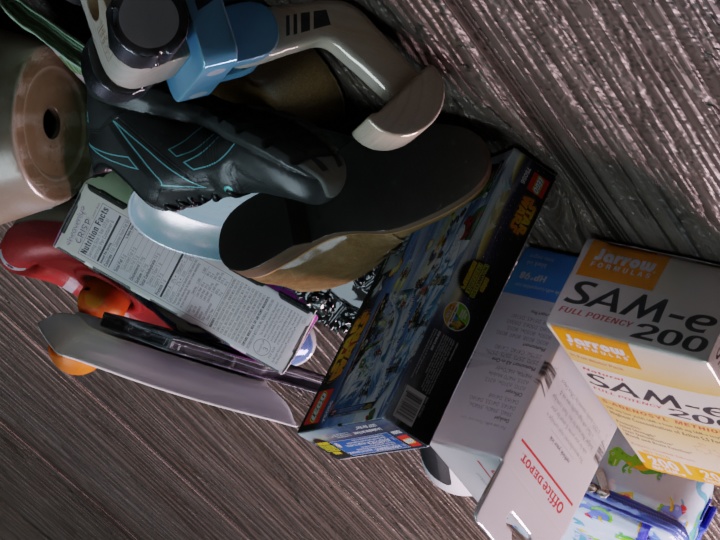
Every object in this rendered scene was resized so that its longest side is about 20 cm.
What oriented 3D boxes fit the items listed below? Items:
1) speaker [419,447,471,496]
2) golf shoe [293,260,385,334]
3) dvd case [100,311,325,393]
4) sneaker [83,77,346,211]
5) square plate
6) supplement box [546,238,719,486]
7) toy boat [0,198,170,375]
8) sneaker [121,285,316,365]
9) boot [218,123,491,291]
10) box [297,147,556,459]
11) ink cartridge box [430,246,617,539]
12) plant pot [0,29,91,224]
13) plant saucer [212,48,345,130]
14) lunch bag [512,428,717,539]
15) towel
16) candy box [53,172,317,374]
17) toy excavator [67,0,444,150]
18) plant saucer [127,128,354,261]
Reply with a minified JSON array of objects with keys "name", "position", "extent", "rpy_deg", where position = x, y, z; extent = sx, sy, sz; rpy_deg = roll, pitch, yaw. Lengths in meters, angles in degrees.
[{"name":"speaker","position":[0.081,0.110,1.775],"extent":[0.081,0.081,0.200],"rpy_deg":[24,160,15]},{"name":"golf shoe","position":[0.026,0.009,1.579],"extent":[0.200,0.095,0.078],"rpy_deg":[37,127,-20]},{"name":"dvd case","position":[-0.087,0.072,1.734],"extent":[0.199,0.016,0.149],"rpy_deg":[18,177,-27]},{"name":"sneaker","position":[-0.094,-0.073,1.415],"extent":[0.199,0.080,0.075],"rpy_deg":[23,-161,30]},{"name":"square plate","position":[-0.157,0.074,1.800],"extent":[0.199,0.029,0.198],"rpy_deg":[18,180,-14]},{"name":"supplement box","position":[0.223,0.071,1.492],"extent":[0.126,0.074,0.200],"rpy_deg":[13,154,37]},{"name":"toy boat","position":[-0.227,0.030,1.925],"extent":[0.199,0.131,0.130],"rpy_deg":[33,160,-11]},{"name":"sneaker","position":[-0.116,0.037,1.822],"extent":[0.199,0.076,0.077],"rpy_deg":[26,-168,-32]},{"name":"boot","position":[0.008,-0.038,1.458],"extent":[0.199,0.074,0.075],"rpy_deg":[-20,148,28]},{"name":"box","position":[0.042,0.024,1.441],"extent":[0.040,0.201,0.137],"rpy_deg":[33,161,-17]},{"name":"ink cartridge box","position":[0.116,0.100,1.522],"extent":[0.066,0.201,0.116],"rpy_deg":[13,155,37]},{"name":"plant pot","position":[-0.298,-0.107,1.651],"extent":[0.173,0.201,0.200],"rpy_deg":[-1,148,26]},{"name":"plant saucer","position":[-0.106,-0.138,1.496],"extent":[0.199,0.036,0.200],"rpy_deg":[26,160,10]},{"name":"lunch bag","position":[0.202,0.188,1.799],"extent":[0.160,0.083,0.200],"rpy_deg":[23,160,10]},{"name":"towel","position":[-0.163,-0.111,1.587],"extent":[0.152,0.023,0.200],"rpy_deg":[37,175,35]},{"name":"candy box","position":[-0.121,-0.009,1.699],"extent":[0.199,0.061,0.136],"rpy_deg":[30,-164,1]},{"name":"toy excavator","position":[-0.065,-0.152,1.333],"extent":[0.100,0.199,0.195],"rpy_deg":[144,108,-70]},{"name":"plant saucer","position":[-0.061,-0.054,1.537],"extent":[0.199,0.028,0.200],"rpy_deg":[-2,158,-1]}]
